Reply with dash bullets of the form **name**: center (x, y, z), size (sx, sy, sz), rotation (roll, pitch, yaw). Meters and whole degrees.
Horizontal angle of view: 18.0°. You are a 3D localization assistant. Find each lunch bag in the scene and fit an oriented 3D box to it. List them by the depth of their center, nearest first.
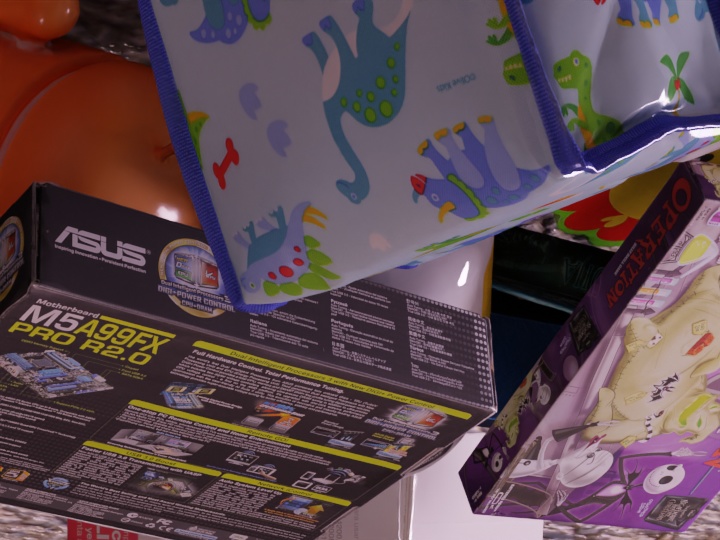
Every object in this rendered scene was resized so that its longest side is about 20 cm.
- **lunch bag**: center (0.014, -0.108, 0.727), size (0.127, 0.201, 0.170), rotation (-18, 176, -45)

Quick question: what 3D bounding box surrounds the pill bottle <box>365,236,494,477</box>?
- **pill bottle**: center (0.000, 0.000, 0.956), size (0.111, 0.113, 0.200), rotation (-1, 148, 1)

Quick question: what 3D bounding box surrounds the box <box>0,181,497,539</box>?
- **box**: center (-0.073, 0.047, 0.875), size (0.199, 0.045, 0.160), rotation (16, 143, -30)

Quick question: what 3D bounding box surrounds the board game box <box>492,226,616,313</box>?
- **board game box**: center (0.116, 0.011, 1.082), size (0.135, 0.028, 0.200), rotation (21, 178, -35)

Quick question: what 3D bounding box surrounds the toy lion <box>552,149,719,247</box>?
- **toy lion**: center (0.179, -0.056, 0.949), size (0.191, 0.069, 0.199), rotation (-28, 153, 37)

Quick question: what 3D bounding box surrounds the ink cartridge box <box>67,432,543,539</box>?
- **ink cartridge box**: center (-0.026, 0.121, 1.132), size (0.199, 0.084, 0.145), rotation (-2, 175, 32)

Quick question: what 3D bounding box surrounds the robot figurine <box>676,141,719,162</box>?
- **robot figurine**: center (0.176, -0.104, 0.789), size (0.199, 0.171, 0.113), rotation (-23, -158, -7)

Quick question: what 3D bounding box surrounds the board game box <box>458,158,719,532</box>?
- **board game box**: center (0.138, 0.038, 0.965), size (0.119, 0.032, 0.200), rotation (4, 135, -31)

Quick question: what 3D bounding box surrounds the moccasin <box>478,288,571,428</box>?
- **moccasin**: center (0.055, 0.046, 1.084), size (0.199, 0.081, 0.068), rotation (20, -176, 28)

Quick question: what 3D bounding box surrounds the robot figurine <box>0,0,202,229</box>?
- **robot figurine**: center (-0.137, -0.040, 0.919), size (0.199, 0.145, 0.116), rotation (18, 171, 36)
